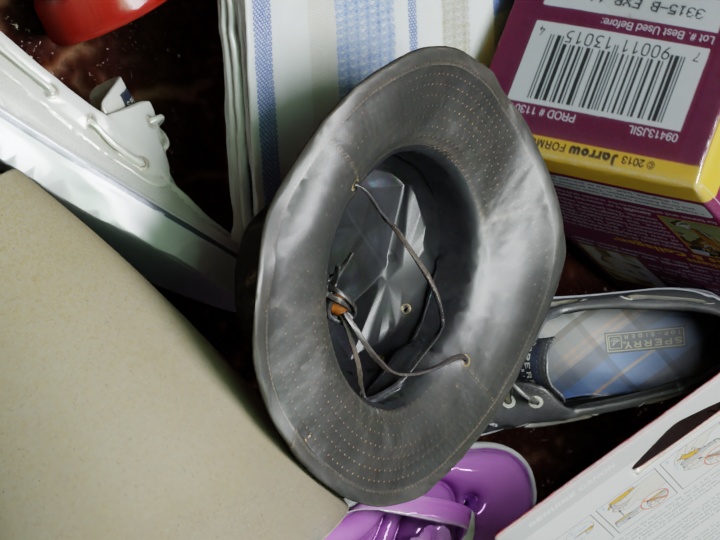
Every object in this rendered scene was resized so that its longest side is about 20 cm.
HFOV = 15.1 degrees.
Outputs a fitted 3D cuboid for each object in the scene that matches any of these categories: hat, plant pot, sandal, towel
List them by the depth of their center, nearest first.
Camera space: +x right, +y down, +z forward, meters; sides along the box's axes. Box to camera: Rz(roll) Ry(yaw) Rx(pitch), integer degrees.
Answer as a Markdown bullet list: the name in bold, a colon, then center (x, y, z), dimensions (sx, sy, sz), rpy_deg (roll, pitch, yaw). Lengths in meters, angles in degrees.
- **plant pot**: center (-0.134, 0.064, 1.165), dimensions (0.187, 0.187, 0.200), rpy_deg (-32, 93, -27)
- **hat**: center (0.000, 0.000, 1.199), dimensions (0.200, 0.081, 0.201), rpy_deg (-7, 100, -46)
- **towel**: center (0.014, -0.100, 1.258), dimensions (0.200, 0.024, 0.147), rpy_deg (-21, 118, -38)
- **sandal**: center (0.012, 0.142, 1.315), dimensions (0.202, 0.050, 0.083), rpy_deg (-20, 102, -30)

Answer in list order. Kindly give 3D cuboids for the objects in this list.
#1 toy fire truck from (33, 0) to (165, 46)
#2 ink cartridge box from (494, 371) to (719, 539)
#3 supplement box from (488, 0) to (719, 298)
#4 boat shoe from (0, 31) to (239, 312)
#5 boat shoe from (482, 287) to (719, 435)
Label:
- **toy fire truck**: center (-0.071, -0.182, 1.187), dimensions (0.200, 0.168, 0.112), rpy_deg (-32, 107, -27)
- **ink cartridge box**: center (0.165, 0.086, 1.315), dimensions (0.200, 0.045, 0.176), rpy_deg (-36, 145, 6)
- **supplement box**: center (0.159, -0.057, 1.312), dimensions (0.200, 0.131, 0.104), rpy_deg (40, 68, -55)
- **boat shoe**: center (-0.116, -0.052, 1.224), dimensions (0.200, 0.071, 0.070), rpy_deg (32, 74, -23)
- **boat shoe**: center (0.091, 0.045, 1.310), dimensions (0.199, 0.066, 0.070), rpy_deg (-5, 89, -4)
